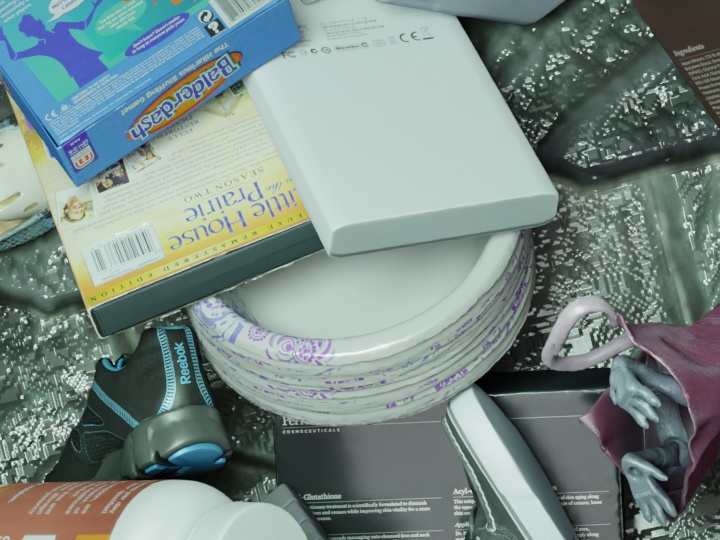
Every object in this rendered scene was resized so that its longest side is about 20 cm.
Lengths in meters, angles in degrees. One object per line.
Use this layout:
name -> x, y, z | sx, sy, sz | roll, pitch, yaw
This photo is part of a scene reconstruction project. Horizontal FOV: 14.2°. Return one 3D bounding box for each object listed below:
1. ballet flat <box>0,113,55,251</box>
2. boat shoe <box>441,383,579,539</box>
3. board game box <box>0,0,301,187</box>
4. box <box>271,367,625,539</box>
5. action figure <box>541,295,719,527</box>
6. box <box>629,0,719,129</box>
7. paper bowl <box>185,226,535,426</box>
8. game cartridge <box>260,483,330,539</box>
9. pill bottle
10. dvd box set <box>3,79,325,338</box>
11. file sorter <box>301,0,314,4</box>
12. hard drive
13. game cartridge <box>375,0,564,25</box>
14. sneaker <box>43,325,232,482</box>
ballet flat -> -0.230, -0.036, 1.692 | 0.199, 0.074, 0.074 | -31, 93, 7
boat shoe -> 0.088, 0.160, 1.613 | 0.066, 0.070, 0.201 | -29, 105, 9
board game box -> -0.149, -0.163, 1.616 | 0.152, 0.045, 0.200 | -33, 60, -7
box -> 0.054, 0.134, 1.682 | 0.198, 0.079, 0.142 | -2, 99, 5
action figure -> 0.203, 0.048, 1.634 | 0.149, 0.134, 0.200 | 42, 55, 10
box -> 0.248, -0.109, 1.601 | 0.200, 0.075, 0.100 | 51, 60, -16
paper bowl -> 0.000, 0.000, 1.630 | 0.199, 0.202, 0.105 | -11, 140, 6
game cartridge -> -0.088, 0.219, 1.600 | 0.200, 0.130, 0.038 | -41, 121, 2
pill bottle -> -0.125, 0.169, 1.562 | 0.199, 0.112, 0.113 | -5, 97, 40
dvd box set -> -0.108, -0.064, 1.621 | 0.146, 0.201, 0.029 | -23, 139, -4
file sorter -> 0.014, -0.271, 1.595 | 0.199, 0.125, 0.139 | -27, 65, 7
hard drive -> 0.011, -0.091, 1.598 | 0.131, 0.201, 0.027 | -9, 136, -19
game cartridge -> 0.107, -0.209, 1.592 | 0.200, 0.133, 0.041 | -47, 58, 37
sneaker -> -0.129, 0.093, 1.658 | 0.073, 0.200, 0.082 | -1, 72, -30
